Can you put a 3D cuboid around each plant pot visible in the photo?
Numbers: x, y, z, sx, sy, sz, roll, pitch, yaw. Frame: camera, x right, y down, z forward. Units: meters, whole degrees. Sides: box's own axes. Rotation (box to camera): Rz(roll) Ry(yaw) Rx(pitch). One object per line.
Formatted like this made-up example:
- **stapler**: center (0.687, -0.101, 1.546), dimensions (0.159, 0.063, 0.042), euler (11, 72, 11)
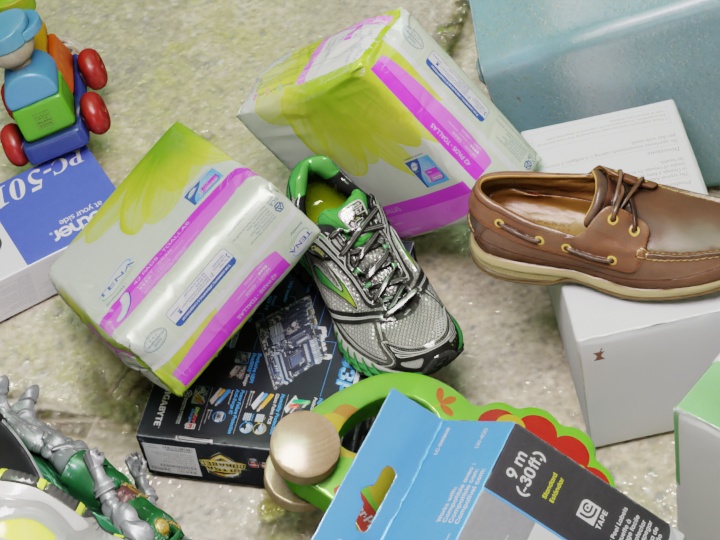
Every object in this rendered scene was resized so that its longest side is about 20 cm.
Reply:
- **plant pot**: center (0.187, -0.174, 1.696), dimensions (0.198, 0.196, 0.197), euler (-16, 47, 11)

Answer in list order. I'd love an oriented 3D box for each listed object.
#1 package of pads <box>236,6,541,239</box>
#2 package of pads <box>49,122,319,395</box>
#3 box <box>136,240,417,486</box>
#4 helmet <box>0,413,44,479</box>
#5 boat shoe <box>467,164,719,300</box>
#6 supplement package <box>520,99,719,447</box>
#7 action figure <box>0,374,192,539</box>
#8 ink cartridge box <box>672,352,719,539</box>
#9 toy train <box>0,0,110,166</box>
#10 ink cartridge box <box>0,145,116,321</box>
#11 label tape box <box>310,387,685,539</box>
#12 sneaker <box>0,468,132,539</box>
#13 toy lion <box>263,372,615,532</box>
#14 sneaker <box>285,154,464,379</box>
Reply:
- **package of pads**: center (0.013, -0.097, 1.620), dimensions (0.068, 0.155, 0.200), euler (-53, 18, -25)
- **package of pads**: center (-0.128, -0.008, 1.594), dimensions (0.155, 0.068, 0.200), euler (-49, 27, -3)
- **box**: center (-0.055, 0.059, 1.625), dimensions (0.157, 0.046, 0.201), euler (5, 50, 14)
- **helmet**: center (-0.307, 0.187, 1.479), dimensions (0.190, 0.201, 0.199), euler (-28, 48, -37)
- **boat shoe**: center (0.164, -0.029, 1.487), dimensions (0.198, 0.068, 0.072), euler (4, 51, 16)
- **supplement package**: center (0.188, 0.000, 1.582), dimensions (0.116, 0.118, 0.201), euler (-11, 48, 0)
- **action figure**: center (-0.175, 0.146, 1.546), dimensions (0.200, 0.118, 0.055), euler (38, 96, 24)
- **ink cartridge box**: center (0.289, 0.082, 1.472), dimensions (0.087, 0.146, 0.200), euler (26, 58, 28)
- **toy train**: center (-0.257, -0.180, 1.800), dimensions (0.084, 0.116, 0.201), euler (-20, 34, 5)
- **ink cartridge box**: center (-0.274, -0.013, 1.731), dimensions (0.199, 0.044, 0.094), euler (-27, 50, -14)
- **label tape box**: center (0.080, 0.176, 1.406), dimensions (0.199, 0.063, 0.145), euler (33, 65, -8)
- **sneaker**: center (-0.173, 0.200, 1.445), dimensions (0.075, 0.200, 0.077), euler (-5, 55, 53)
- **toy lion**: center (0.063, 0.147, 1.492), dimensions (0.191, 0.069, 0.200), euler (-30, 69, -21)
- **sneaker**: center (0.000, 0.000, 1.579), dimensions (0.078, 0.086, 0.200), euler (-29, 52, -17)
